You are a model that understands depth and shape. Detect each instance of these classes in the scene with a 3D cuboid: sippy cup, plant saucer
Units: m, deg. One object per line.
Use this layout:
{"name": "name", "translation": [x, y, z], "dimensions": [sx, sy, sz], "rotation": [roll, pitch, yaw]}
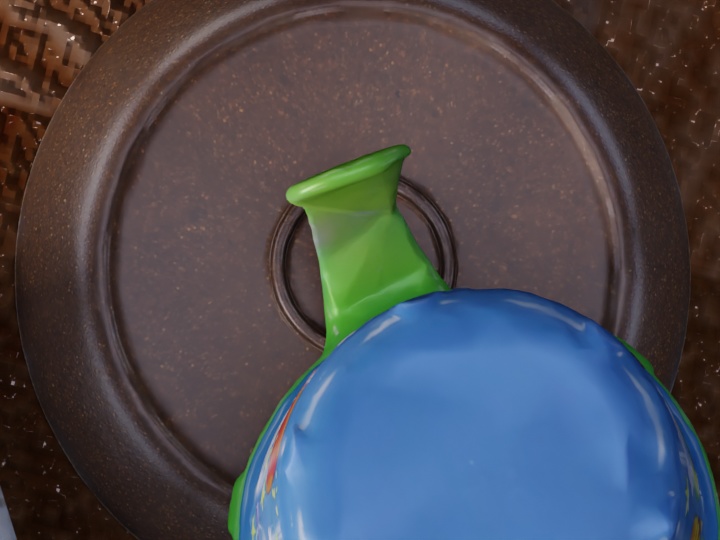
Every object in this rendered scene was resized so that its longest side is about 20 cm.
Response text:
{"name": "sippy cup", "translation": [0.030, 0.063, 0.755], "dimensions": [0.177, 0.130, 0.140], "rotation": [33, 81, 8]}
{"name": "plant saucer", "translation": [0.000, 0.000, 0.849], "dimensions": [0.199, 0.034, 0.202], "rotation": [0, 87, -5]}

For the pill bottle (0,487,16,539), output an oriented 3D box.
{"name": "pill bottle", "translation": [-0.136, 0.122, 0.789], "dimensions": [0.113, 0.113, 0.201], "rotation": [-17, 87, -6]}
